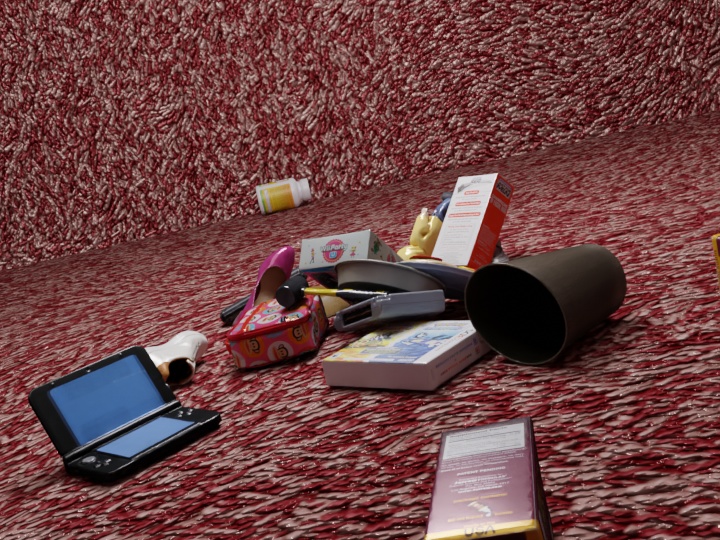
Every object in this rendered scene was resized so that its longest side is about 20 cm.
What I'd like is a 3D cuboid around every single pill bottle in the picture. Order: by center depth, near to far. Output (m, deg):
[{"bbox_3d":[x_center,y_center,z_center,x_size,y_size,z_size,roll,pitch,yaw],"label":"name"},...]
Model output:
[{"bbox_3d":[-0.290,-0.286,3.546,0.197,0.113,0.111,-13,11,-3],"label":"pill bottle"}]

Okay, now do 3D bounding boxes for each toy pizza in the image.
[{"bbox_3d":[0.137,0.010,1.613,0.197,0.032,0.200,10,-14,3],"label":"toy pizza"}]

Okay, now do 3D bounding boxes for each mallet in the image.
[{"bbox_3d":[-0.049,0.041,1.555,0.198,0.042,0.066,5,20,29],"label":"mallet"}]

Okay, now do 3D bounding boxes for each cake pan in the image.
[{"bbox_3d":[0.047,0.031,1.616,0.197,0.037,0.200,12,-16,3],"label":"cake pan"}]

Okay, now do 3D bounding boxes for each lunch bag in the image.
[{"bbox_3d":[-0.152,0.105,1.636,0.174,0.083,0.200,-16,11,10],"label":"lunch bag"}]

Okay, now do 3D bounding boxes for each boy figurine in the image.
[{"bbox_3d":[0.146,-0.063,1.915,0.201,0.125,0.064,-51,34,-17],"label":"boy figurine"}]

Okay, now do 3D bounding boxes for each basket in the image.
[{"bbox_3d":[0.281,0.037,1.341,0.198,0.138,0.179,-17,27,-39],"label":"basket"}]

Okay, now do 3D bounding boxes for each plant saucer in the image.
[{"bbox_3d":[-0.118,0.068,1.867,0.197,0.036,0.200,-13,11,2],"label":"plant saucer"}]

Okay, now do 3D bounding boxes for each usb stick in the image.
[{"bbox_3d":[-0.197,0.049,1.917,0.198,0.033,0.055,-29,2,5],"label":"usb stick"}]

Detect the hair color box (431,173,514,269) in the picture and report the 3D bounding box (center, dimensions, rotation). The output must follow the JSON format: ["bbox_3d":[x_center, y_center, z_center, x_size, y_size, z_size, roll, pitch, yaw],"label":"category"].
[{"bbox_3d":[0.220,-0.087,1.851,0.064,0.202,0.110,31,-19,-35],"label":"hair color box"}]

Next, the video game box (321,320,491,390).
[{"bbox_3d":[0.074,0.121,1.378,0.198,0.047,0.181,-3,12,41],"label":"video game box"}]

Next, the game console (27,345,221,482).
[{"bbox_3d":[-0.326,0.192,1.307,0.174,0.118,0.199,-2,16,44],"label":"game console"}]

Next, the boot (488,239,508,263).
[{"bbox_3d":[0.249,-0.057,1.899,0.073,0.097,0.200,-13,12,-3],"label":"boot"}]

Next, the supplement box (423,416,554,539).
[{"bbox_3d":[0.108,0.211,0.749,0.084,0.112,0.200,-11,11,11],"label":"supplement box"}]

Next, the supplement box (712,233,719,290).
[{"bbox_3d":[0.548,0.008,1.184,0.085,0.112,0.200,-16,12,-15],"label":"supplement box"}]

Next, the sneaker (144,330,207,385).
[{"bbox_3d":[-0.306,0.161,1.607,0.084,0.074,0.200,24,18,17],"label":"sneaker"}]

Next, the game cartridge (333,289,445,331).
[{"bbox_3d":[0.051,0.067,1.524,0.131,0.042,0.200,0,-11,-23],"label":"game cartridge"}]

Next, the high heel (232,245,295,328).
[{"bbox_3d":[-0.171,0.042,1.789,0.202,0.067,0.096,-62,22,-11],"label":"high heel"}]

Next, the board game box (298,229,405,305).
[{"bbox_3d":[0.000,0.000,1.726,0.146,0.065,0.200,-7,-26,29],"label":"board game box"}]
